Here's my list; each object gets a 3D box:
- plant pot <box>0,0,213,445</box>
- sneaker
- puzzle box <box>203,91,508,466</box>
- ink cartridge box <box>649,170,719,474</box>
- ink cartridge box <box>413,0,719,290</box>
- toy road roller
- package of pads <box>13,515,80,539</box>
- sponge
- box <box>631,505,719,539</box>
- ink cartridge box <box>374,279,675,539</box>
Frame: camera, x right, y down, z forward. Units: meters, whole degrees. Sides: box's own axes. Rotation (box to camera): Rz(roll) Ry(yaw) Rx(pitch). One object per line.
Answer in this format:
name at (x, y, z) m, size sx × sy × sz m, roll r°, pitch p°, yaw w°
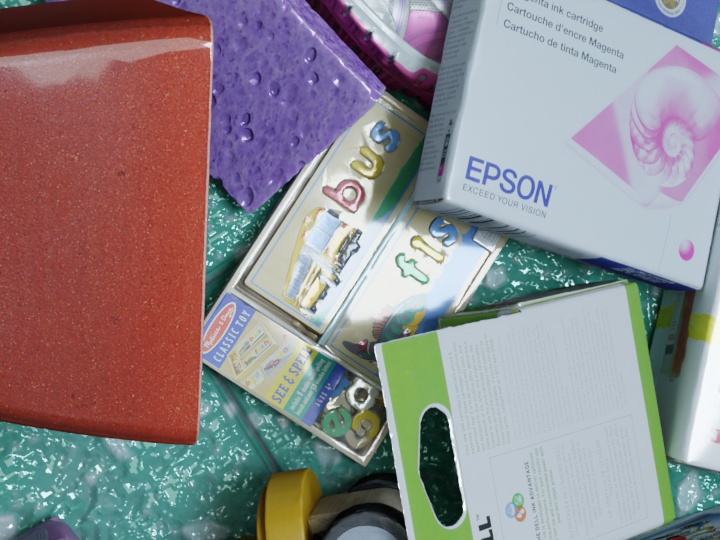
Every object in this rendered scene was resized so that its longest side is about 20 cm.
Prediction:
plant pot at (-0.182, -0.035, 0.667) m, size 0.175 × 0.200 × 0.201 m, roll 0°, pitch 104°, yaw -19°
sneaker at (0.048, -0.145, 0.808) m, size 0.200 × 0.081 × 0.088 m, roll 35°, pitch 81°, yaw -17°
puzzle box at (0.000, 0.000, 0.820) m, size 0.133 × 0.025 × 0.201 m, roll 33°, pitch 84°, yaw -8°
ink cartridge box at (0.268, 0.035, 0.838) m, size 0.144 × 0.083 × 0.201 m, roll 14°, pitch 86°, yaw -10°
ink cartridge box at (0.137, -0.108, 0.782) m, size 0.195 × 0.043 × 0.201 m, roll 16°, pitch 83°, yaw -29°
toy road roller at (-0.025, 0.214, 0.769) m, size 0.145 × 0.123 × 0.201 m, roll -9°, pitch 91°, yaw 6°
package of pads at (-0.151, 0.210, 0.702) m, size 0.075 × 0.200 × 0.121 m, roll -31°, pitch 98°, yaw -13°
sponge at (-0.092, -0.140, 0.776) m, size 0.111 × 0.030 × 0.200 m, roll -40°, pitch 98°, yaw 25°
box at (0.174, 0.189, 0.792) m, size 0.199 × 0.137 × 0.038 m, roll -15°, pitch 92°, yaw -10°
ink cartridge box at (0.078, 0.094, 0.767) m, size 0.199 × 0.076 × 0.149 m, roll -10°, pitch 91°, yaw -36°
